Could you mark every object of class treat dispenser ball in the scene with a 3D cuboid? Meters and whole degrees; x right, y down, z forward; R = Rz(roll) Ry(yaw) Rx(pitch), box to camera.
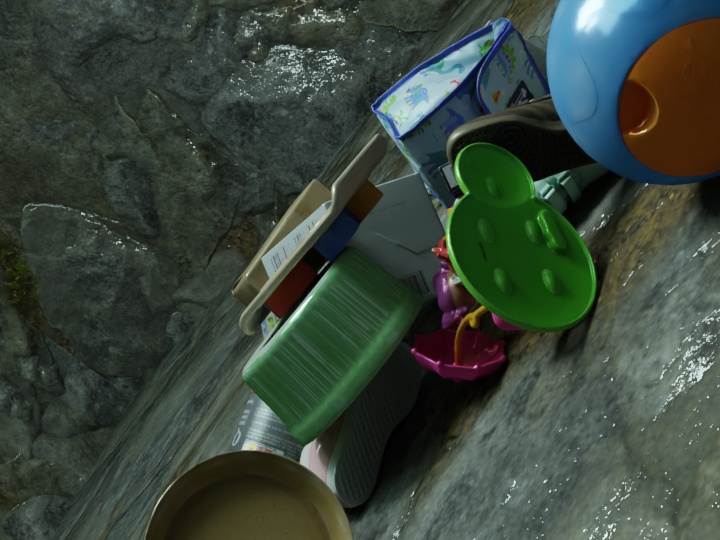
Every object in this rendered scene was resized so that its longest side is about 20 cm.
[{"bbox_3d":[0.247,-0.170,0.874,0.202,0.200,0.201,-50,11,13],"label":"treat dispenser ball"}]

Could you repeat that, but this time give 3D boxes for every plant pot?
[{"bbox_3d":[-0.103,0.267,1.025,0.202,0.198,0.028,-59,-6,-31],"label":"plant pot"}]

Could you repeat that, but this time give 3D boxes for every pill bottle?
[{"bbox_3d":[-0.097,0.223,1.263,0.116,0.114,0.203,-25,42,67],"label":"pill bottle"}]

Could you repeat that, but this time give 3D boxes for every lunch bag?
[{"bbox_3d":[0.145,-0.189,1.377,0.199,0.170,0.128,-39,38,2],"label":"lunch bag"}]

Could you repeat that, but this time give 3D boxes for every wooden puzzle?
[{"bbox_3d":[-0.038,-0.033,1.169,0.201,0.046,0.186,-53,1,29],"label":"wooden puzzle"}]

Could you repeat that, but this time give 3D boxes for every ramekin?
[{"bbox_3d":[-0.033,0.071,1.139,0.201,0.097,0.200,-50,4,4],"label":"ramekin"}]

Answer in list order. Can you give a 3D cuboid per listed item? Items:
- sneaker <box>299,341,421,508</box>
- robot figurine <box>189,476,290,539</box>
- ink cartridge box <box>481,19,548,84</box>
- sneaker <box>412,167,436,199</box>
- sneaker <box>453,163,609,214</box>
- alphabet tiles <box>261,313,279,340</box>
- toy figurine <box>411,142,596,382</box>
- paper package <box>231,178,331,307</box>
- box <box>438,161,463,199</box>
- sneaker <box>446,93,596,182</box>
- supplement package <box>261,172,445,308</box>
[{"bbox_3d":[-0.008,0.170,1.209,0.104,0.075,0.202,-28,30,53],"label":"sneaker"},{"bbox_3d":[-0.129,0.289,1.091,0.197,0.178,0.115,-21,-1,-24],"label":"robot figurine"},{"bbox_3d":[0.178,-0.249,1.462,0.160,0.198,0.048,-46,47,27],"label":"ink cartridge box"},{"bbox_3d":[0.129,-0.186,1.746,0.140,0.077,0.201,-42,15,42],"label":"sneaker"},{"bbox_3d":[0.199,-0.057,1.133,0.198,0.074,0.120,-28,57,20],"label":"sneaker"},{"bbox_3d":[-0.089,0.150,1.422,0.007,0.204,0.167,-9,-4,-21],"label":"alphabet tiles"},{"bbox_3d":[0.104,0.016,1.041,0.185,0.148,0.203,-56,42,49],"label":"toy figurine"},{"bbox_3d":[-0.048,0.012,1.538,0.192,0.199,0.103,-55,7,-21],"label":"paper package"},{"bbox_3d":[0.163,-0.123,1.230,0.141,0.037,0.200,-27,-6,8],"label":"box"},{"bbox_3d":[0.174,-0.133,1.078,0.076,0.196,0.072,-109,15,-57],"label":"sneaker"},{"bbox_3d":[0.000,0.000,1.379,0.150,0.153,0.200,-20,-8,-32],"label":"supplement package"}]
